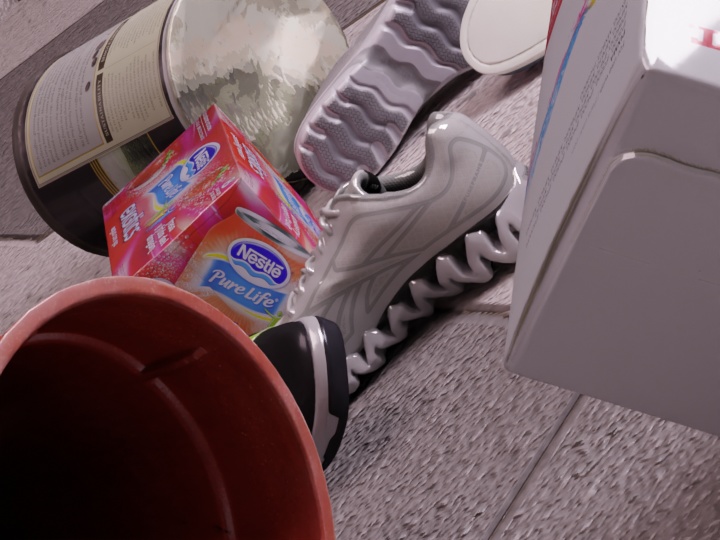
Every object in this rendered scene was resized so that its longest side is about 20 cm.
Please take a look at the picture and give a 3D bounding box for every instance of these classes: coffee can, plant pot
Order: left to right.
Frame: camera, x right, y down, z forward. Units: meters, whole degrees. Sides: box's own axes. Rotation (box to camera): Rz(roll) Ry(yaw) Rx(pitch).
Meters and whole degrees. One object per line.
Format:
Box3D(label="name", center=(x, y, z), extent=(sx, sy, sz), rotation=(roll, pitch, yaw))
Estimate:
Box3D(label="plant pot", center=(-0.148, 0.122, 1.090), extent=(0.195, 0.201, 0.201), rotation=(-17, 29, 41))
Box3D(label="coffee can", center=(-0.117, -0.103, 1.734), extent=(0.200, 0.146, 0.147), rotation=(-22, 26, 52))

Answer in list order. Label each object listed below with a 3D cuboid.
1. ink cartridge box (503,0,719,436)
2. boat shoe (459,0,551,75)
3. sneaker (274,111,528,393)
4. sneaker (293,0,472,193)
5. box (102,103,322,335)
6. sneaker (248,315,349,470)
Box3D(label="ink cartridge box", center=(0.141, -0.060, 0.872), extent=(0.201, 0.145, 0.145), rotation=(-78, 7, -45))
Box3D(label="boat shoe", center=(0.141, -0.183, 1.519), extent=(0.200, 0.073, 0.062), rotation=(-47, -28, 10))
Box3D(label="sneaker", center=(0.000, 0.000, 1.318), extent=(0.200, 0.081, 0.075), rotation=(-41, 18, 13))
Box3D(label="sneaker", center=(0.026, -0.137, 1.609), extent=(0.200, 0.075, 0.082), rotation=(-45, 18, -4))
Box3D(label="box", center=(-0.076, -0.010, 1.484), extent=(0.095, 0.100, 0.200), rotation=(-41, 16, 4))
Box3D(label="sneaker", center=(-0.081, 0.080, 1.270), extent=(0.200, 0.082, 0.072), rotation=(-37, 56, 46))
